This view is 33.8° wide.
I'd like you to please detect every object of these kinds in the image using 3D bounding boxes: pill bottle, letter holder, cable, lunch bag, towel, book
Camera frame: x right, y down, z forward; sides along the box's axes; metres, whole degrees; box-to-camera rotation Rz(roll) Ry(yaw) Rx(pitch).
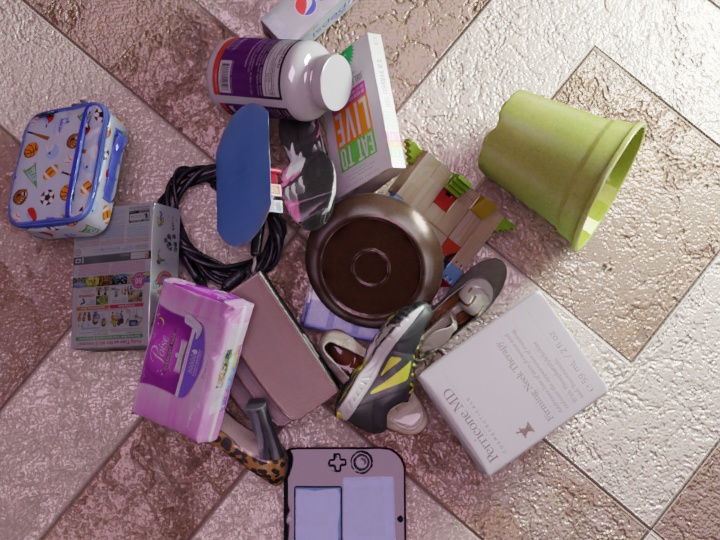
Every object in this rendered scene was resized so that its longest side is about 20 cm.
[{"bbox_3d":[-0.114,-0.271,1.681,0.199,0.112,0.113,10,82,33],"label":"pill bottle"},{"bbox_3d":[-0.141,0.123,1.665,0.142,0.101,0.201,-34,91,-1],"label":"letter holder"},{"bbox_3d":[-0.204,-0.074,1.726,0.163,0.051,0.201,-31,83,-3],"label":"cable"},{"bbox_3d":[-0.413,-0.146,1.689,0.159,0.076,0.202,-5,68,25],"label":"lunch bag"},{"bbox_3d":[0.000,0.000,1.728,0.146,0.024,0.202,12,85,0],"label":"towel"},{"bbox_3d":[0.003,-0.218,1.694,0.048,0.133,0.202,-1,73,-34],"label":"book"}]

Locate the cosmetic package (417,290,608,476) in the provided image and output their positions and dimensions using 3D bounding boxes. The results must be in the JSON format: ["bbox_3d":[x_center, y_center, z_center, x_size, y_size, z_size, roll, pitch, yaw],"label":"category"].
[{"bbox_3d":[0.204,0.157,1.633,0.199,0.166,0.168,-35,84,-2],"label":"cosmetic package"}]

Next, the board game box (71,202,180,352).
[{"bbox_3d":[-0.334,0.012,1.683,0.147,0.064,0.202,-4,80,30],"label":"board game box"}]

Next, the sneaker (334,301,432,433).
[{"bbox_3d":[0.046,0.135,1.636,0.084,0.074,0.201,35,92,-10],"label":"sneaker"}]

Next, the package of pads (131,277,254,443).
[{"bbox_3d":[-0.228,0.119,1.592,0.120,0.076,0.202,18,99,20],"label":"package of pads"}]

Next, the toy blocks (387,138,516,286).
[{"bbox_3d":[0.104,-0.071,1.693,0.200,0.100,0.137,39,87,-17],"label":"toy blocks"}]

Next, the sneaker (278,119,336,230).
[{"bbox_3d":[-0.064,-0.133,1.684,0.080,0.087,0.201,-13,52,11],"label":"sneaker"}]

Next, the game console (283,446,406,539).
[{"bbox_3d":[-0.022,0.352,1.681,0.175,0.031,0.202,0,82,1],"label":"game console"}]

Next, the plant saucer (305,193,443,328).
[{"bbox_3d":[0.016,-0.007,1.661,0.198,0.032,0.202,3,110,9],"label":"plant saucer"}]

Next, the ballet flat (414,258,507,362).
[{"bbox_3d":[0.140,0.062,1.693,0.200,0.064,0.068,-39,111,-2],"label":"ballet flat"}]

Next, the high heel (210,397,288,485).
[{"bbox_3d":[-0.200,0.248,1.688,0.199,0.071,0.143,-1,119,27],"label":"high heel"}]

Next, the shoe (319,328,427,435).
[{"bbox_3d":[0.016,0.163,1.686,0.200,0.053,0.070,42,88,-2],"label":"shoe"}]

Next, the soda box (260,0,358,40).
[{"bbox_3d":[-0.054,-0.405,1.755,0.200,0.068,0.063,-43,84,-4],"label":"soda box"}]

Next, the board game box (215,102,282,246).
[{"bbox_3d":[-0.150,-0.131,1.663,0.039,0.158,0.202,7,72,-33],"label":"board game box"}]

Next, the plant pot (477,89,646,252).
[{"bbox_3d":[0.274,-0.158,1.672,0.183,0.200,0.201,30,84,15],"label":"plant pot"}]
